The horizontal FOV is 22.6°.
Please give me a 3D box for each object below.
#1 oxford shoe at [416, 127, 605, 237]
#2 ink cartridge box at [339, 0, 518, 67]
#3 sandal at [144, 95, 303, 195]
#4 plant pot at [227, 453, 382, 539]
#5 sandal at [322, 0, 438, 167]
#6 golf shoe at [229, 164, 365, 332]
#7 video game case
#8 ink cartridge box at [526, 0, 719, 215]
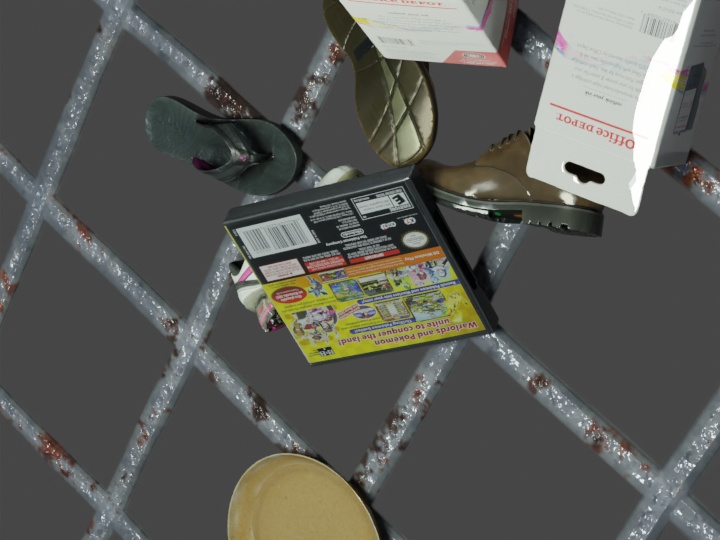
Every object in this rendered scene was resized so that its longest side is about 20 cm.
[{"bbox_3d":[0.129,-0.082,1.560,0.199,0.073,0.085,10,90,34],"label":"oxford shoe"},{"bbox_3d":[0.050,-0.235,1.472,0.116,0.200,0.068,7,78,19],"label":"ink cartridge box"},{"bbox_3d":[-0.143,-0.119,1.762,0.200,0.048,0.076,18,112,34],"label":"sandal"},{"bbox_3d":[-0.050,0.277,1.803,0.199,0.027,0.201,10,106,35],"label":"plant pot"},{"bbox_3d":[0.025,-0.185,1.619,0.082,0.054,0.201,-41,62,31],"label":"sandal"},{"bbox_3d":[-0.065,-0.034,1.708,0.092,0.072,0.200,50,126,19],"label":"golf shoe"},{"bbox_3d":[0.000,0.000,1.626,0.199,0.026,0.181,-12,124,30],"label":"video game case"},{"bbox_3d":[0.217,-0.157,1.456,0.117,0.067,0.201,24,110,31],"label":"ink cartridge box"}]
